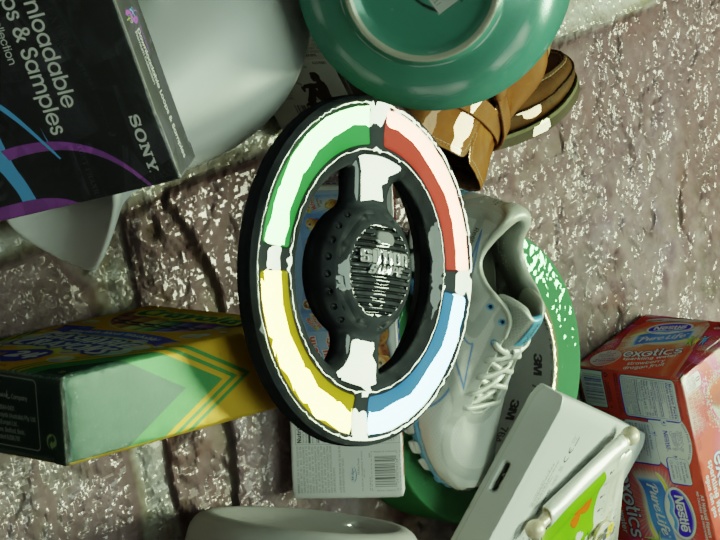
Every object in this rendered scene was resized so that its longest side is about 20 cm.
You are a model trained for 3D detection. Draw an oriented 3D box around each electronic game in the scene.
[{"bbox_3d":[0.000,0.000,1.293,0.200,0.042,0.201,0,91,-50],"label":"electronic game"}]

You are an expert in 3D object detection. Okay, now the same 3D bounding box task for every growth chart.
[{"bbox_3d":[0.152,0.200,1.595,0.145,0.018,0.200,-45,150,-30],"label":"growth chart"}]

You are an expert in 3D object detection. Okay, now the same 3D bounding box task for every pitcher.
[{"bbox_3d":[-0.116,-0.122,1.257,0.200,0.121,0.172,-47,155,-34],"label":"pitcher"}]

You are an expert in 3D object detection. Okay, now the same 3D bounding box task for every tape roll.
[{"bbox_3d":[0.070,0.070,1.541,0.200,0.048,0.201,-5,96,-46],"label":"tape roll"}]

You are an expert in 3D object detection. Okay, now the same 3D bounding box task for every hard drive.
[{"bbox_3d":[0.130,0.153,1.553,0.132,0.026,0.200,-61,156,1],"label":"hard drive"}]

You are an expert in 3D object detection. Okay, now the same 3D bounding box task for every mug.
[{"bbox_3d":[0.025,-0.168,1.265,0.114,0.184,0.153,-57,153,-76],"label":"mug"}]

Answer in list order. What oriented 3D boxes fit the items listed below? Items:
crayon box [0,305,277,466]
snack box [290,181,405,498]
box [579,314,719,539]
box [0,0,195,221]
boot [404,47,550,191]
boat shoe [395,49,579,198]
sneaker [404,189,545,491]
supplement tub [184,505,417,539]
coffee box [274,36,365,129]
[{"bbox_3d":[-0.128,0.059,1.278,0.200,0.125,0.052,-12,102,-45],"label":"crayon box"},{"bbox_3d":[-0.011,0.044,1.439,0.024,0.072,0.201,-61,149,-81],"label":"snack box"},{"bbox_3d":[0.245,0.143,1.690,0.095,0.099,0.201,-32,115,-39],"label":"box"},{"bbox_3d":[-0.199,-0.093,1.147,0.036,0.199,0.143,-72,146,-62],"label":"box"},{"bbox_3d":[0.045,-0.153,1.371,0.200,0.077,0.156,42,66,-50],"label":"boot"},{"bbox_3d":[0.074,-0.116,1.509,0.200,0.072,0.068,-32,117,-39],"label":"boat shoe"},{"bbox_3d":[0.077,0.047,1.451,0.075,0.086,0.201,-12,105,-46],"label":"sneaker"},{"bbox_3d":[-0.042,0.250,1.371,0.145,0.145,0.201,5,90,-46],"label":"supplement tub"},{"bbox_3d":[-0.031,-0.191,1.386,0.113,0.080,0.200,-50,127,-32],"label":"coffee box"}]
